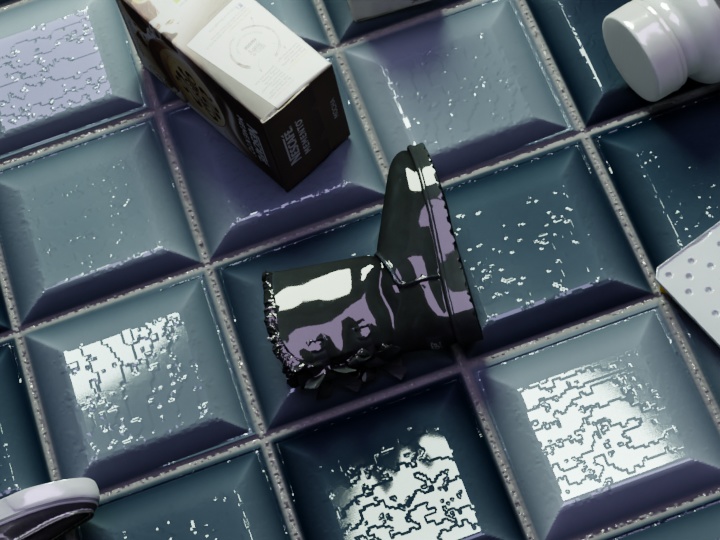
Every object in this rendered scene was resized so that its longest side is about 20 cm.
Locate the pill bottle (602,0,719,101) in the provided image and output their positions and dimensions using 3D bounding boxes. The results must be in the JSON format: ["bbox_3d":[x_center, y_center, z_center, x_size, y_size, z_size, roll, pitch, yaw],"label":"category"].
[{"bbox_3d":[0.304,-0.224,1.487,0.200,0.111,0.111,-32,62,-9],"label":"pill bottle"}]

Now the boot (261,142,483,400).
[{"bbox_3d":[0.000,0.000,1.437,0.162,0.073,0.198,-15,61,4],"label":"boot"}]

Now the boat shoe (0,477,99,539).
[{"bbox_3d":[-0.284,0.222,1.360,0.200,0.070,0.066,-23,68,-4],"label":"boat shoe"}]

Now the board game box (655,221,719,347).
[{"bbox_3d":[0.367,0.018,1.395,0.200,0.026,0.200,-35,63,-11],"label":"board game box"}]

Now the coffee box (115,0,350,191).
[{"bbox_3d":[-0.109,-0.175,1.521,0.080,0.113,0.200,-42,63,-14],"label":"coffee box"}]

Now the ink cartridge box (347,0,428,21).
[{"bbox_3d":[-0.003,-0.343,1.577,0.083,0.147,0.200,-17,60,0],"label":"ink cartridge box"}]
